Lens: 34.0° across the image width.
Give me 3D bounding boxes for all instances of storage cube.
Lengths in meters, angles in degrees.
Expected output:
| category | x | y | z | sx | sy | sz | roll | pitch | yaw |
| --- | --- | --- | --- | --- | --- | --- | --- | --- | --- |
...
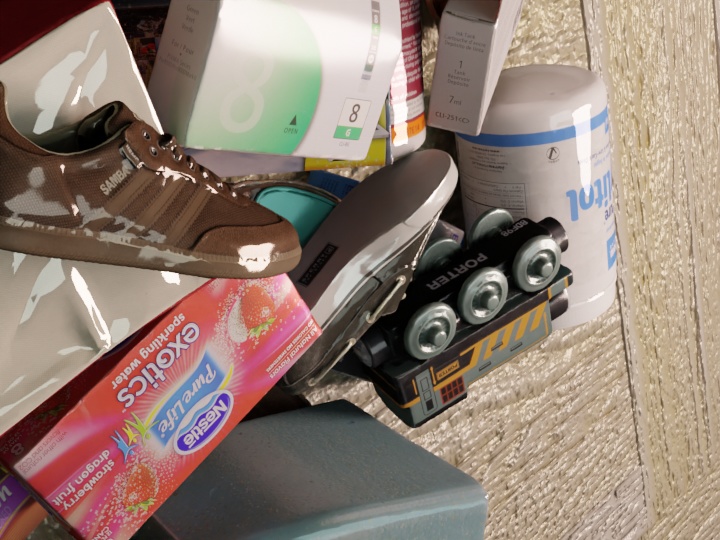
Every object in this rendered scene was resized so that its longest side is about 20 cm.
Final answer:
| category | x | y | z | sx | sy | sz | roll | pitch | yaw |
| --- | --- | --- | --- | --- | --- | --- | --- | --- | --- |
| storage cube | -0.213 | -0.040 | 0.645 | 0.171 | 0.179 | 0.201 | -37 | 124 | -29 |

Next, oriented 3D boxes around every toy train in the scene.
| category | x | y | z | sx | sy | sz | roll | pitch | yaw |
| --- | --- | --- | --- | --- | --- | --- | --- | --- | --- |
| toy train | 0.083 | 0.035 | 0.917 | 0.199 | 0.085 | 0.115 | -30 | 129 | -21 |

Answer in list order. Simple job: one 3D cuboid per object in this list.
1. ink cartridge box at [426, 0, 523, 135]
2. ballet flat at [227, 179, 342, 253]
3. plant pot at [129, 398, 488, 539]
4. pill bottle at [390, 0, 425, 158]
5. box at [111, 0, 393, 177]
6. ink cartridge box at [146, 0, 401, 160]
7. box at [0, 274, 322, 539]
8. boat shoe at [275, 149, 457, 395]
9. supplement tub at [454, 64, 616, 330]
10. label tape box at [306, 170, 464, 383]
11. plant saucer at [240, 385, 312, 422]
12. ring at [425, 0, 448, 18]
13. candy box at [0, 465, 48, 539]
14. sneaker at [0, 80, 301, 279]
| category | x | y | z | sx | sy | sz | roll | pitch | yaw |
| --- | --- | --- | --- | --- | --- | --- | --- | --- | --- |
| ink cartridge box | 0.101 | -0.226 | 0.875 | 0.201 | 0.044 | 0.177 | -67 | 168 | -51 |
| ballet flat | -0.093 | -0.038 | 0.832 | 0.199 | 0.067 | 0.069 | 6 | 101 | -35 |
| plant pot | -0.058 | 0.219 | 0.823 | 0.199 | 0.196 | 0.198 | -1 | 104 | -33 |
| pill bottle | -0.013 | -0.185 | 0.834 | 0.114 | 0.114 | 0.202 | -20 | 116 | -37 |
| box | -0.081 | -0.132 | 0.764 | 0.198 | 0.038 | 0.138 | -4 | 109 | -5 |
| ink cartridge box | -0.029 | -0.164 | 0.664 | 0.160 | 0.050 | 0.201 | -3 | 118 | -52 |
| box | -0.133 | 0.061 | 0.727 | 0.200 | 0.095 | 0.100 | -46 | 129 | -19 |
| boat shoe | 0.000 | 0.000 | 0.827 | 0.200 | 0.071 | 0.064 | -46 | 128 | -8 |
| supplement tub | 0.152 | -0.065 | 1.014 | 0.131 | 0.131 | 0.201 | -28 | 120 | -34 |
| label tape box | 0.021 | 0.018 | 0.963 | 0.199 | 0.066 | 0.144 | 22 | 88 | -43 |
| plant saucer | -0.112 | 0.171 | 0.905 | 0.199 | 0.037 | 0.202 | -14 | 112 | -39 |
| ring | 0.056 | -0.286 | 0.852 | 0.200 | 0.019 | 0.202 | -2 | 90 | -79 |
| candy box | -0.248 | 0.119 | 0.748 | 0.200 | 0.056 | 0.117 | -46 | 129 | -25 |
| sneaker | -0.103 | -0.041 | 0.574 | 0.199 | 0.070 | 0.076 | 6 | 98 | -44 |
